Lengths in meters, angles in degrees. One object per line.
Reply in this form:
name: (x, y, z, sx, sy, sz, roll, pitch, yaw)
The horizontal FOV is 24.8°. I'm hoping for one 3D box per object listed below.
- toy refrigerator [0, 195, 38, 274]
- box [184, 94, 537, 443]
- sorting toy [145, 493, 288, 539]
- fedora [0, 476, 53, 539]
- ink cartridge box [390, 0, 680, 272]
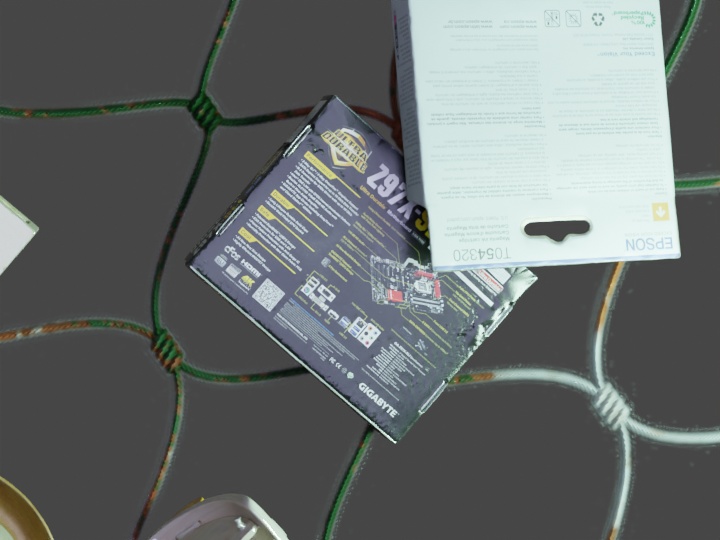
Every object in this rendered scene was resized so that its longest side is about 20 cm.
toy refrigerator: (-0.311, -0.071, 1.094, 0.200, 0.076, 0.070, 40, 87, -9)
box: (0.000, 0.000, 1.165, 0.200, 0.049, 0.160, 41, 84, -9)
sorting toy: (-0.100, 0.275, 1.145, 0.200, 0.107, 0.180, -42, 106, -4)
fedora: (-0.303, 0.219, 1.095, 0.200, 0.082, 0.201, 0, 85, -1)
ink cartridge box: (0.125, -0.101, 1.159, 0.196, 0.043, 0.200, -3, 87, -19)
